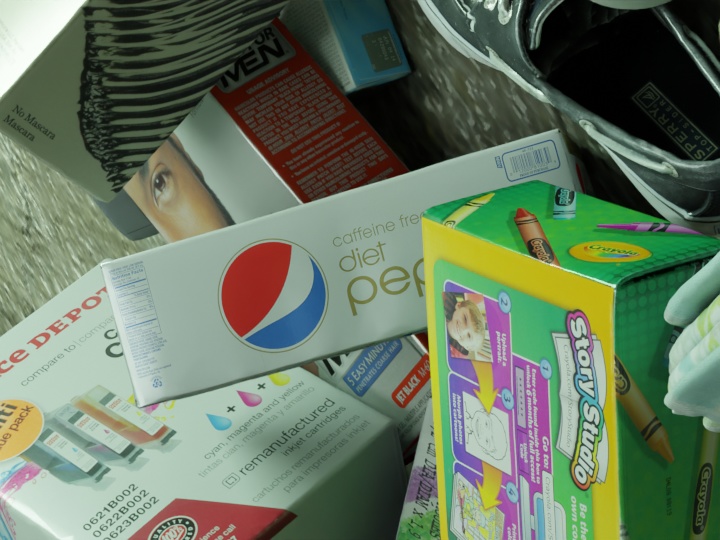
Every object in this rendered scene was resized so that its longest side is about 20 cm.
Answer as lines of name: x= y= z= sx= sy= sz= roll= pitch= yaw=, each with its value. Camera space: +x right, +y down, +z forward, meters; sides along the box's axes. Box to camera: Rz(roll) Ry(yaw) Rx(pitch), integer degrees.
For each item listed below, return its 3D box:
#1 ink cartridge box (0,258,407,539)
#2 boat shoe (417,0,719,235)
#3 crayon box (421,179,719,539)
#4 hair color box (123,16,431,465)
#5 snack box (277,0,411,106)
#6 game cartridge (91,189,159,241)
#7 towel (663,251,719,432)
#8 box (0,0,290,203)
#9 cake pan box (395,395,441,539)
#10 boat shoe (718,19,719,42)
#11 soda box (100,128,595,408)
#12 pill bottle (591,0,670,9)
ink cartridge box: x=-0.093 y=0.118 z=0.971 sx=0.200 sy=0.145 sz=0.145 roll=27 pitch=142 yaw=36
boat shoe: x=0.078 y=-0.094 z=0.784 sx=0.200 sy=0.072 sz=0.068 roll=50 pitch=-177 yaw=27
crayon box: x=0.082 y=0.078 z=0.751 sx=0.119 sy=0.058 sz=0.200 roll=24 pitch=122 yaw=56
hair color box: x=-0.020 y=-0.010 z=0.956 sx=0.200 sy=0.064 sz=0.111 roll=50 pitch=145 yaw=11
snack box: x=-0.058 y=-0.117 z=1.027 sx=0.200 sy=0.037 sz=0.116 roll=-25 pitch=85 yaw=57
game cartridge: x=-0.145 y=-0.095 z=1.071 sx=0.200 sy=0.041 sz=0.133 roll=65 pitch=-176 yaw=-67
towel: x=0.196 y=0.014 z=0.591 sx=0.200 sy=0.171 sz=0.048 roll=124 pitch=160 yaw=-63
box: x=-0.079 y=-0.133 z=0.875 sx=0.200 sy=0.082 sz=0.068 roll=-48 pitch=43 yaw=7
cake pan box: x=0.095 y=0.160 z=0.868 sx=0.184 sy=0.052 sz=0.200 roll=29 pitch=123 yaw=27
boat shoe: x=0.203 y=-0.074 z=0.634 sx=0.202 sy=0.075 sz=0.075 roll=24 pitch=125 yaw=35
soda box: x=0.000 y=0.000 z=0.856 sx=0.068 sy=0.200 sz=0.064 roll=1 pitch=-106 yaw=-79
pill bottle: x=0.057 y=-0.189 z=0.756 sx=0.200 sy=0.113 sz=0.113 roll=45 pitch=138 yaw=37
